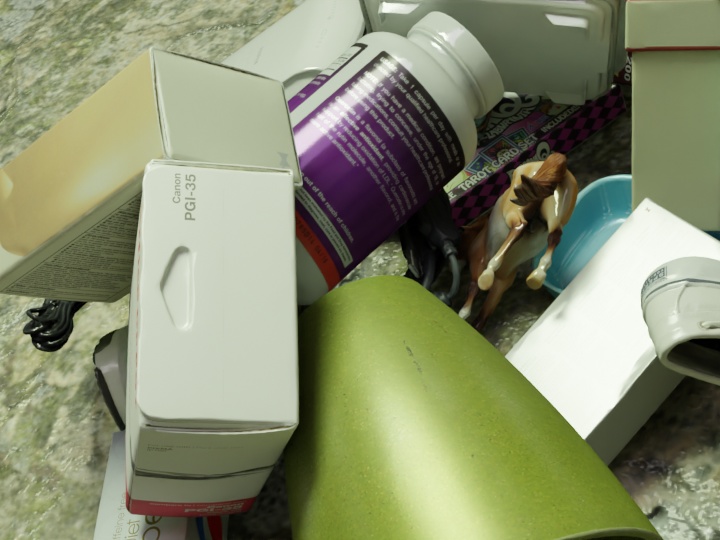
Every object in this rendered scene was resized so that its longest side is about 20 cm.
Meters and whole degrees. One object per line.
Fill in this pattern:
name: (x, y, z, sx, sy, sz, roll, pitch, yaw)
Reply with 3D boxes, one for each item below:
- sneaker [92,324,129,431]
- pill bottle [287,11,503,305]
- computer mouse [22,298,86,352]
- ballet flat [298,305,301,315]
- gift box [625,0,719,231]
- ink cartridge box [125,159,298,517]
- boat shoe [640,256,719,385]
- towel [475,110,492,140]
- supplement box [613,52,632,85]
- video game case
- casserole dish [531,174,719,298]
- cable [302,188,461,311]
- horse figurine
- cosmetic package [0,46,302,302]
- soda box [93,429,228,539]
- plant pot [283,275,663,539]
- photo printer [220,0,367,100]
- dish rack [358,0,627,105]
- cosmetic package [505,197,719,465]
sneaker: (-0.118, 0.049, 0.908, 0.088, 0.077, 0.200, -9, 22, 11)
pill bottle: (-0.001, -0.079, 0.844, 0.200, 0.113, 0.112, -42, 44, -10)
computer mouse: (-0.146, -0.016, 0.907, 0.199, 0.044, 0.110, -35, 10, 10)
ballet flat: (-0.086, -0.016, 0.940, 0.072, 0.072, 0.200, -31, 26, -9)
gift box: (0.275, -0.147, 0.839, 0.198, 0.188, 0.185, -2, 32, 12)
ink cartridge box: (-0.089, 0.047, 0.720, 0.082, 0.200, 0.148, 3, 68, -12)
boat shoe: (0.252, 0.050, 0.713, 0.199, 0.072, 0.066, 19, 45, -13)
towel: (0.056, -0.173, 1.069, 0.146, 0.022, 0.201, -1, 45, 26)
supplement box: (0.149, -0.216, 1.023, 0.199, 0.061, 0.109, 13, 47, 16)
video game case: (0.084, -0.121, 1.044, 0.199, 0.036, 0.181, -35, 41, -12)
casserole dish: (0.211, -0.001, 0.861, 0.199, 0.039, 0.121, 19, 56, 37)
cable: (0.000, 0.000, 0.925, 0.163, 0.051, 0.200, -46, 32, 15)
horse figurine: (0.100, -0.020, 0.854, 0.050, 0.200, 0.133, 26, 56, -2)
cosmetic package: (-0.139, -0.050, 0.769, 0.199, 0.105, 0.072, -27, 66, 38)
soda box: (-0.128, 0.191, 0.798, 0.068, 0.064, 0.201, -13, 42, 12)
plant pot: (0.034, 0.106, 0.685, 0.186, 0.188, 0.201, -25, 56, -1)
photo printer: (-0.070, -0.148, 1.060, 0.199, 0.069, 0.167, -30, 27, 27)
dish rack: (0.093, -0.170, 0.920, 0.198, 0.172, 0.044, 6, 71, 11)
cosmetic package: (0.147, 0.057, 0.785, 0.200, 0.051, 0.082, -47, 51, -4)
